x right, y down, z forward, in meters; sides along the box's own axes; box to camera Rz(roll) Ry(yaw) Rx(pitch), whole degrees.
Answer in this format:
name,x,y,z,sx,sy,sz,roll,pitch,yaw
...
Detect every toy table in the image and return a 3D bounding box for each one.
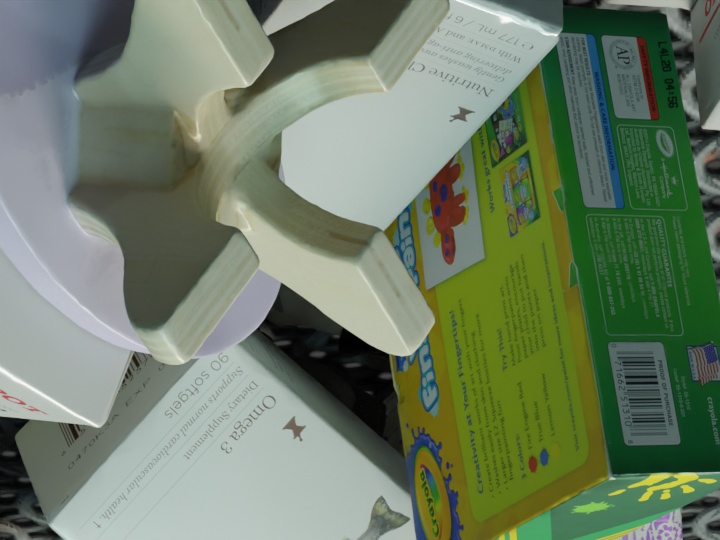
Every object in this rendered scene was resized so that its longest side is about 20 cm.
name,x,y,z,sx,sy,sz,roll,pitch,yaw
toy table,-0.059,-0.045,1.003,0.117,0.184,0.200,6,151,43

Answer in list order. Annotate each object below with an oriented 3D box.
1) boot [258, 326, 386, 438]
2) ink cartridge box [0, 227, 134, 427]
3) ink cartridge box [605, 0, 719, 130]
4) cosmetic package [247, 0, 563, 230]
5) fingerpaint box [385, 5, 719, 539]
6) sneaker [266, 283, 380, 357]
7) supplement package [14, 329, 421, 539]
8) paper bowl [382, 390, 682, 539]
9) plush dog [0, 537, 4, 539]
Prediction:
name,x,y,z,sx,sy,sz,roll,pitch,yaw
boot,-0.093,0.091,1.354,0.131,0.070,0.200,35,116,-19
ink cartridge box,-0.190,-0.034,1.094,0.199,0.145,0.147,2,157,42
ink cartridge box,0.210,-0.108,1.136,0.199,0.068,0.117,6,147,-12
cosmetic package,-0.011,-0.088,1.139,0.112,0.081,0.200,16,142,-19
fingerpaint box,0.078,0.013,1.162,0.073,0.201,0.167,1,160,-27
sneaker,0.000,0.000,1.298,0.199,0.074,0.088,28,145,-24
supplement package,-0.041,0.112,1.246,0.200,0.117,0.117,42,91,-21
paper bowl,0.062,0.146,1.427,0.200,0.202,0.104,22,175,-34
plush dog,-0.312,0.189,1.510,0.171,0.200,0.161,-33,104,26
